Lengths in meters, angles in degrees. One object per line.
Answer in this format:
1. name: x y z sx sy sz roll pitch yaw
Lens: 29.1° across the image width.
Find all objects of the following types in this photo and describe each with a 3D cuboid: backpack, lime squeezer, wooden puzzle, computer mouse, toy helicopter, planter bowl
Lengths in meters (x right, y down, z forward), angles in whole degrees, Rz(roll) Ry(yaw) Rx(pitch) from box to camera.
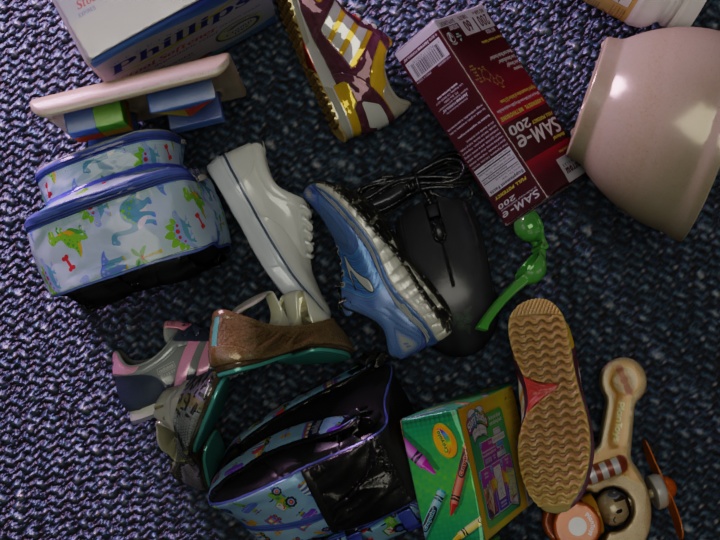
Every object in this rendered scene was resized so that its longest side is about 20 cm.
1. backpack: -0.038 0.193 1.316 0.198 0.183 0.135 -27 105 11
2. lime squeezer: 0.153 -0.029 1.386 0.070 0.038 0.202 9 71 -6
3. wooden puzzle: -0.201 -0.152 1.318 0.183 0.200 0.047 -14 91 0
4. backpack: -0.225 -0.048 1.308 0.181 0.200 0.149 -19 92 0
5. computer mouse: 0.077 -0.011 1.384 0.137 0.053 0.202 -19 87 -2
6. toy helicopter: 0.257 0.188 1.365 0.131 0.079 0.203 9 84 0
7. planter bowl: 0.275 -0.145 1.319 0.133 0.200 0.202 19 88 4

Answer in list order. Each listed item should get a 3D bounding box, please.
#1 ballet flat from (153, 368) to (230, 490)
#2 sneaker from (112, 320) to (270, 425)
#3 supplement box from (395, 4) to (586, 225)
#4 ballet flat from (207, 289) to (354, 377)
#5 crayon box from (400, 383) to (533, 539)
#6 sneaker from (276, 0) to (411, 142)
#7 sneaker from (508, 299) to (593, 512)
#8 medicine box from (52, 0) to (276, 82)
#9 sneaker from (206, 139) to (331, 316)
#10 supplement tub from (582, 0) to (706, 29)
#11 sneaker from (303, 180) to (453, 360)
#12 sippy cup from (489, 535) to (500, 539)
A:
1. ballet flat: -0.164 0.147 1.314 0.071 0.201 0.073 3 57 -5
2. sneaker: -0.153 0.076 1.371 0.198 0.070 0.083 -26 90 -3
3. supplement box: 0.131 -0.154 1.357 0.061 0.109 0.201 -34 88 37
4. ballet flat: -0.073 0.055 1.293 0.067 0.199 0.073 -16 82 35
5. crayon box: 0.105 0.179 1.299 0.058 0.200 0.120 -13 87 20
6. sneaker: -0.020 -0.235 1.391 0.089 0.075 0.202 -22 94 -9
7. sneaker: 0.187 0.132 1.339 0.074 0.090 0.203 -6 76 14
8. medicine box: -0.186 -0.261 1.322 0.181 0.200 0.104 -29 87 -1
9. sneaker: -0.075 -0.039 1.375 0.070 0.073 0.201 -31 88 0
10. supplement tub: 0.253 -0.327 1.352 0.198 0.144 0.146 27 88 1
11. sneaker: 0.000 0.000 1.342 0.089 0.078 0.201 -37 80 14
12. sippy cup: 0.167 0.348 1.328 0.138 0.130 0.180 5 87 1
